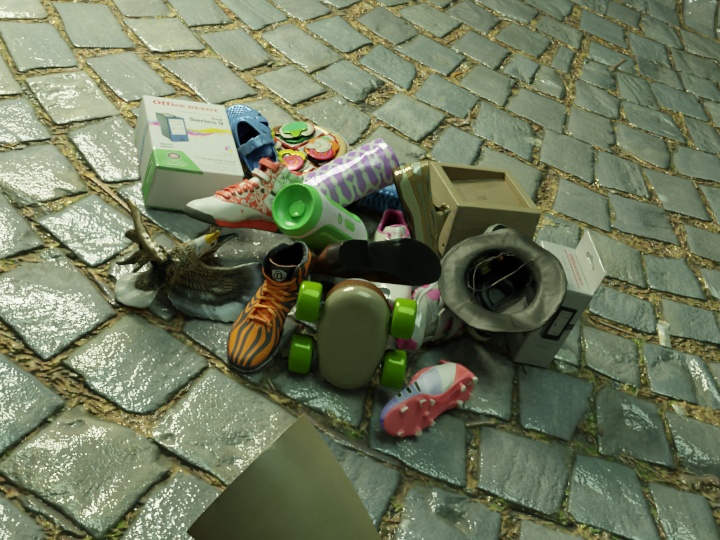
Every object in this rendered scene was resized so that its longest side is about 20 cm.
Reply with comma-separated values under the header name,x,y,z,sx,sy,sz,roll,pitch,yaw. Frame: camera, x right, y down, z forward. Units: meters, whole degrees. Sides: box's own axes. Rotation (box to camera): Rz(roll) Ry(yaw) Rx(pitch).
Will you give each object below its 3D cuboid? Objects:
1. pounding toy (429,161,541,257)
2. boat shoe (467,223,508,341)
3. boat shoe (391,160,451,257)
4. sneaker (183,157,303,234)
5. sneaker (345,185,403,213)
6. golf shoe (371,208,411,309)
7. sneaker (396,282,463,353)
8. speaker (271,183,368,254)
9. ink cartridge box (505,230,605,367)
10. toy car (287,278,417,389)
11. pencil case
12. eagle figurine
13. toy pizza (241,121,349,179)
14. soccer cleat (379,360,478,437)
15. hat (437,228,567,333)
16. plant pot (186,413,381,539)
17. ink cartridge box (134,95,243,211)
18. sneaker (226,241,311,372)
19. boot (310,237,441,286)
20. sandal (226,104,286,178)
name,x,y,z,sx,sy,sz,roll,pitch,yaw
pounding toy,0.220,-0.074,1.933,0.198,0.143,0.185,4,32,-19
boat shoe,0.221,0.012,1.792,0.071,0.068,0.202,20,62,-16
boat shoe,0.112,-0.083,1.808,0.075,0.202,0.072,-18,33,1
sneaker,-0.172,-0.120,1.696,0.200,0.109,0.067,6,13,-40
sneaker,0.021,-0.123,1.907,0.199,0.077,0.111,32,32,16
golf shoe,0.046,-0.017,1.771,0.074,0.092,0.201,4,39,-7
sneaker,0.118,0.066,1.721,0.087,0.082,0.200,26,36,7
speaker,-0.059,-0.070,1.715,0.088,0.089,0.200,44,6,26
ink cartridge box,0.296,0.038,1.751,0.067,0.201,0.117,12,37,-18
toy car,-0.008,0.060,1.615,0.162,0.159,0.200,10,25,-1
pencil case,-0.027,-0.140,1.821,0.198,0.086,0.084,-26,42,-10
eagle figurine,-0.241,-0.008,1.602,0.199,0.149,0.154,26,65,-54
toy pizza,-0.117,-0.205,1.913,0.197,0.032,0.201,-3,36,3
soccer cleat,0.085,0.178,1.584,0.076,0.067,0.199,27,32,36
hat,0.214,0.036,1.698,0.198,0.081,0.202,-5,51,6
plant pot,-0.062,0.300,1.262,0.200,0.188,0.187,46,39,6
ink cartridge box,-0.281,-0.187,1.813,0.144,0.088,0.201,6,38,-22
sneaker,-0.129,0.037,1.554,0.077,0.112,0.201,21,57,7
boot,0.000,0.000,1.684,0.186,0.199,0.069,-1,83,-28
sandal,-0.181,-0.221,1.853,0.079,0.087,0.200,-33,47,-2
